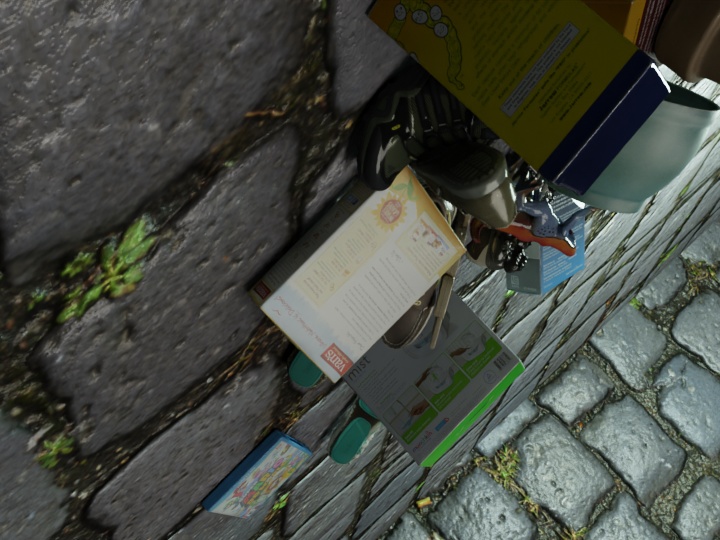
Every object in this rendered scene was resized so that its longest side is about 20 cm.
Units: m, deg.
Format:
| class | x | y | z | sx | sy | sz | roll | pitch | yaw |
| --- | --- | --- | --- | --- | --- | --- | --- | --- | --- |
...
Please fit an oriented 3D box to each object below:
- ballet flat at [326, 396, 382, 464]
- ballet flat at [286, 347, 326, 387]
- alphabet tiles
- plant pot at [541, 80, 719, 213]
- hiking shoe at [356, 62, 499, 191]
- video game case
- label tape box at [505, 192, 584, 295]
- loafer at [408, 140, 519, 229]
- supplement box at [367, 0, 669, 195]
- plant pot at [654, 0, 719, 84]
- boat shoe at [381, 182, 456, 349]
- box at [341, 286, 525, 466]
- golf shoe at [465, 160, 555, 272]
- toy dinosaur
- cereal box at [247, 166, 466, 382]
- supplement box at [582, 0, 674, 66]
| class | x | y | z | sx | sy | sz | roll | pitch | yaw |
| --- | --- | --- | --- | --- | --- | --- | --- | --- | --- |
| ballet flat | 0.011 | 0.221 | 1.535 | 0.201 | 0.072 | 0.071 | -50 | 161 | 17 |
| ballet flat | -0.024 | 0.055 | 1.118 | 0.201 | 0.067 | 0.076 | -54 | -178 | 37 |
| alphabet tiles | 0.110 | -0.014 | 1.160 | 0.200 | 0.014 | 0.200 | -59 | 164 | -75 |
| plant pot | 0.273 | -0.146 | 1.060 | 0.199 | 0.198 | 0.137 | -17 | 129 | -54 |
| hiking shoe | 0.076 | -0.139 | 0.855 | 0.201 | 0.101 | 0.075 | -52 | 159 | 18 |
| video game case | -0.145 | 0.300 | 1.407 | 0.143 | 0.018 | 0.200 | -44 | 161 | -5 |
| label tape box | 0.268 | -0.083 | 1.405 | 0.142 | 0.065 | 0.204 | -23 | 113 | -48 |
| loafer | 0.097 | -0.087 | 0.922 | 0.074 | 0.070 | 0.201 | -30 | -157 | 3 |
| supplement box | 0.122 | -0.167 | 0.741 | 0.110 | 0.200 | 0.108 | -50 | 160 | 16 |
| plant pot | 0.386 | -0.213 | 0.842 | 0.200 | 0.175 | 0.201 | -40 | 162 | -16 |
| boat shoe | 0.058 | 0.001 | 1.080 | 0.060 | 0.071 | 0.204 | -55 | 164 | -69 |
| box | 0.100 | 0.141 | 1.361 | 0.200 | 0.176 | 0.097 | -46 | 161 | 1 |
| golf shoe | 0.197 | -0.093 | 1.279 | 0.078 | 0.094 | 0.202 | 45 | 64 | -33 |
| toy dinosaur | 0.212 | -0.062 | 1.191 | 0.199 | 0.105 | 0.183 | -39 | 133 | -9 |
| cereal box | 0.000 | 0.000 | 0.977 | 0.200 | 0.039 | 0.144 | -44 | 130 | -4 |
| supplement box | 0.253 | -0.289 | 0.878 | 0.200 | 0.133 | 0.198 | -43 | 161 | -7 |
